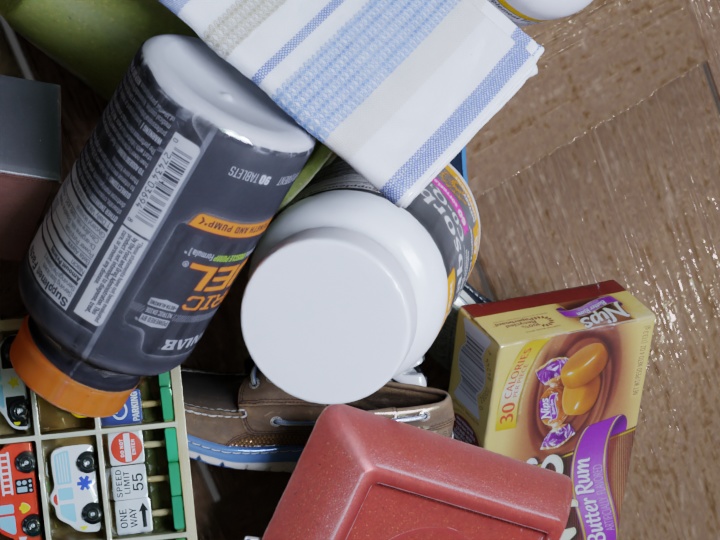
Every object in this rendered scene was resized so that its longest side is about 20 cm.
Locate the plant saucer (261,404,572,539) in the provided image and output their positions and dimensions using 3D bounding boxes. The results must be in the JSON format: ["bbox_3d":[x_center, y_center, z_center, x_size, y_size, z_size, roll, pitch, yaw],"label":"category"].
[{"bbox_3d":[0.023,0.195,1.343,0.199,0.037,0.200,20,99,-36],"label":"plant saucer"}]

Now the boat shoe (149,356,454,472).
[{"bbox_3d":[-0.041,0.076,1.357,0.200,0.072,0.072,11,113,-8],"label":"boat shoe"}]

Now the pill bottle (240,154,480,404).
[{"bbox_3d":[0.000,0.000,1.315,0.200,0.116,0.117,-57,129,-70],"label":"pill bottle"}]

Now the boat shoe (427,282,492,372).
[{"bbox_3d":[0.102,0.050,1.501,0.200,0.075,0.062,38,66,-36],"label":"boat shoe"}]

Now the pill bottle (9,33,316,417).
[{"bbox_3d":[-0.114,-0.017,1.220,0.106,0.106,0.200,15,118,-34],"label":"pill bottle"}]

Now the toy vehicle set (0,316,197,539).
[{"bbox_3d":[-0.158,0.123,1.306,0.124,0.027,0.200,-6,93,-7],"label":"toy vehicle set"}]

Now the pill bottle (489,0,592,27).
[{"bbox_3d":[0.085,-0.200,1.410,0.104,0.200,0.104,5,82,-39],"label":"pill bottle"}]

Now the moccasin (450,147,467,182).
[{"bbox_3d":[0.026,-0.095,1.419,0.068,0.080,0.200,-35,125,-35],"label":"moccasin"}]

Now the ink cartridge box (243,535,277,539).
[{"bbox_3d":[-0.004,0.201,1.371,0.200,0.037,0.095,8,106,-36],"label":"ink cartridge box"}]

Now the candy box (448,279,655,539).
[{"bbox_3d":[0.112,0.111,1.456,0.117,0.056,0.200,-9,121,-26],"label":"candy box"}]

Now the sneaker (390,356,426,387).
[{"bbox_3d":[-0.003,0.134,1.434,0.081,0.075,0.200,-1,97,-10],"label":"sneaker"}]

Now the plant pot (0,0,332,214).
[{"bbox_3d":[-0.097,-0.154,1.306,0.184,0.200,0.201,30,72,-20],"label":"plant pot"}]

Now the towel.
[{"bbox_3d":[-0.012,-0.135,1.218,0.200,0.024,0.147,40,54,2],"label":"towel"}]

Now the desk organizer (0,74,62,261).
[{"bbox_3d":[-0.267,-0.066,1.234,0.200,0.077,0.072,9,50,-20],"label":"desk organizer"}]
